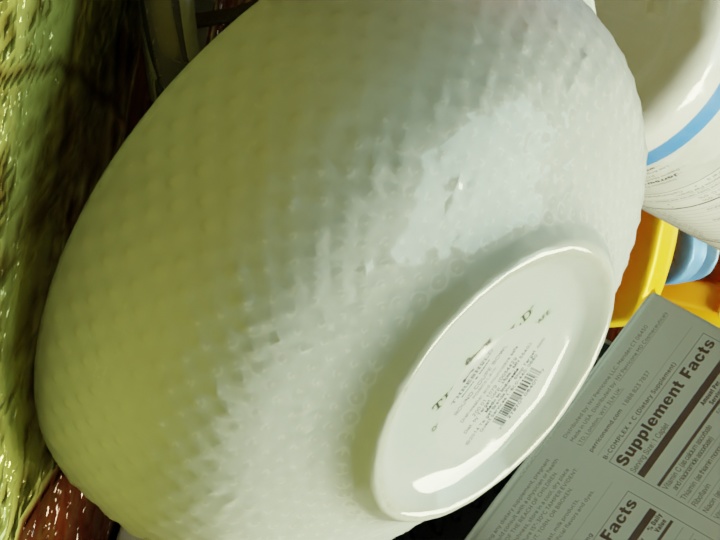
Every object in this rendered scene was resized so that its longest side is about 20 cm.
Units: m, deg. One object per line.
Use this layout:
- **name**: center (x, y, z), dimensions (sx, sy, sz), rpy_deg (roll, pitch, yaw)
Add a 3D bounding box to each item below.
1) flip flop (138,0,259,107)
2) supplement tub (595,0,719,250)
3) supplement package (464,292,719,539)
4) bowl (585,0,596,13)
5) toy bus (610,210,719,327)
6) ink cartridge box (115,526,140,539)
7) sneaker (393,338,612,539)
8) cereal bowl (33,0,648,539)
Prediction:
- **flip flop**: center (-0.023, -0.118, 0.822), dimensions (0.081, 0.057, 0.201), rpy_deg (91, 13, -51)
- **supplement tub**: center (0.152, -0.086, 1.277), dimensions (0.200, 0.132, 0.133), rpy_deg (22, 78, -50)
- **supplement package**: center (0.112, 0.139, 1.106), dimensions (0.156, 0.111, 0.200), rpy_deg (-51, 157, -26)
- **bowl**: center (0.011, -0.024, 1.011), dimensions (0.201, 0.090, 0.202), rpy_deg (13, 90, -70)
- **toy bus**: center (0.117, -0.029, 1.436), dimensions (0.192, 0.199, 0.136), rpy_deg (-22, 125, -71)
- **ink cartridge box**: center (0.016, 0.144, 0.945), dimensions (0.117, 0.199, 0.068), rpy_deg (88, 16, -59)
- **sneaker**: center (0.022, 0.072, 1.096), dimensions (0.202, 0.077, 0.147), rpy_deg (2, 115, -58)
- **cereal bowl**: center (0.010, 0.008, 0.809), dimensions (0.200, 0.083, 0.201), rpy_deg (-34, 146, -27)
